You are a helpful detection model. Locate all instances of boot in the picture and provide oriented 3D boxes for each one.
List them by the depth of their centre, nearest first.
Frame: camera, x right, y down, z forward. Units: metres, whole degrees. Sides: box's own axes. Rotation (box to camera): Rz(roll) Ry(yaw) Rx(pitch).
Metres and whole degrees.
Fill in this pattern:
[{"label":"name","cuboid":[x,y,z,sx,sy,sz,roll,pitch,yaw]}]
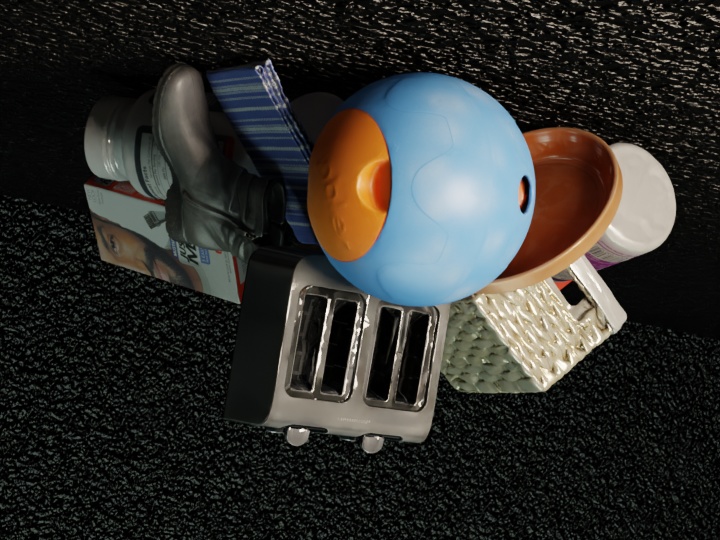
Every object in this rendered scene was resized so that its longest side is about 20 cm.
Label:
[{"label":"boot","cuboid":[-0.129,-0.100,1.387,0.131,0.201,0.070,18,-141,31]}]

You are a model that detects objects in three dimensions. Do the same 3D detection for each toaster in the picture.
[{"label":"toaster","cuboid":[-0.020,0.067,1.357,0.180,0.202,0.118,10,179,-28]}]

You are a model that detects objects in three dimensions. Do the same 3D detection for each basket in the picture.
[{"label":"basket","cuboid":[0.143,0.042,1.422,0.136,0.123,0.200,51,160,-12]}]

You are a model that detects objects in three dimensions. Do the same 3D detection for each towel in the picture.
[{"label":"towel","cuboid":[-0.070,-0.109,1.355,0.024,0.201,0.145,-36,-162,-20]}]

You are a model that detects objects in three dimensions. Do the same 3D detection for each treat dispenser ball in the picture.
[{"label":"treat dispenser ball","cuboid":[0.052,-0.070,1.232,0.199,0.203,0.201,10,176,1]}]

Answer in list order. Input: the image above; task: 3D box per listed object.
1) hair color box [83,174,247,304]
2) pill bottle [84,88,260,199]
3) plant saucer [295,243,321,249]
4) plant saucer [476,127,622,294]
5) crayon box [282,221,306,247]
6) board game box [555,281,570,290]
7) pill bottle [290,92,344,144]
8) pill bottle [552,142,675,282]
[{"label":"hair color box","cuboid":[-0.208,-0.046,1.600,0.199,0.112,0.064,16,-138,28]},{"label":"pill bottle","cuboid":[-0.187,-0.133,1.520,0.198,0.121,0.119,9,176,20]},{"label":"plant saucer","cuboid":[0.000,0.000,1.565,0.198,0.036,0.201,-12,-155,6]},{"label":"plant saucer","cuboid":[0.152,-0.054,1.332,0.199,0.201,0.032,6,143,41]},{"label":"crayon box","cuboid":[-0.151,-0.038,1.693,0.199,0.051,0.127,-1,160,38]},{"label":"board game box","cuboid":[0.226,-0.021,1.739,0.152,0.041,0.200,-11,-164,46]},{"label":"pill bottle","cuboid":[-0.020,-0.096,1.471,0.111,0.113,0.200,8,159,21]},{"label":"pill bottle","cuboid":[0.219,-0.051,1.456,0.112,0.113,0.200,12,162,-27]}]
